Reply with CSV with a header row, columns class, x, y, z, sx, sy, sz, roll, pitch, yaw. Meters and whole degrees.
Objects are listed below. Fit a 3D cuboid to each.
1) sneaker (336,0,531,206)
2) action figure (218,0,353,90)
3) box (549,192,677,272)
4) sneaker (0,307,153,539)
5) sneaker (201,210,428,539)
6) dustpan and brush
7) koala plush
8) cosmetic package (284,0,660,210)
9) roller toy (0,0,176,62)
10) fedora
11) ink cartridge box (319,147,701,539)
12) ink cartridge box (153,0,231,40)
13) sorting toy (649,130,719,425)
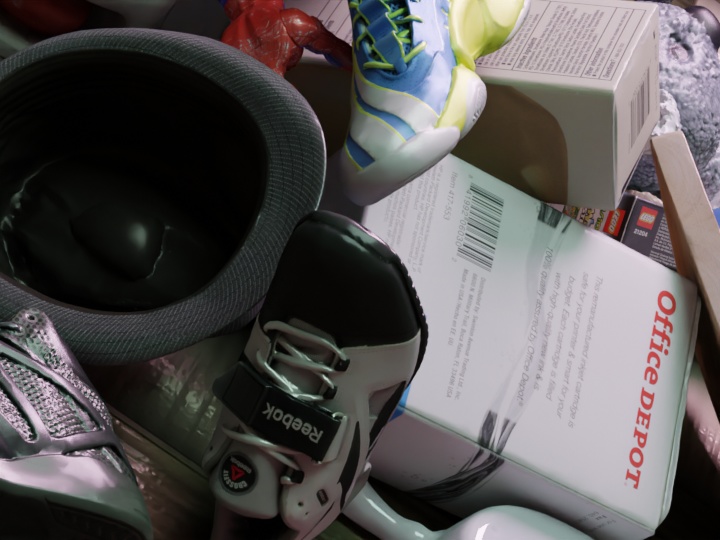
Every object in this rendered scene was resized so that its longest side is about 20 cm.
class,x,y,z,sx,sy,sz,roll,pitch,yaw
sneaker,0.011,-0.113,1.368,0.105,0.076,0.200,49,33,-14
action figure,-0.043,-0.132,1.438,0.099,0.065,0.201,44,23,-44
box,0.205,-0.012,1.732,0.199,0.035,0.110,18,3,-30
sneaker,-0.183,0.059,1.229,0.199,0.076,0.114,21,31,-31
sneaker,-0.027,0.064,1.270,0.074,0.201,0.089,27,47,16
dustpan and brush,0.052,0.144,1.391,0.200,0.057,0.140,45,34,1
koala plush,0.146,-0.125,1.744,0.200,0.184,0.177,54,6,22
cosmetic package,0.047,-0.095,1.496,0.199,0.071,0.105,8,34,18
roller toy,-0.192,-0.164,1.464,0.182,0.140,0.200,46,22,0
fedora,-0.106,-0.021,1.357,0.199,0.090,0.177,14,65,18
ink cartridge box,0.059,0.040,1.444,0.199,0.086,0.147,28,57,-23
ink cartridge box,-0.059,-0.163,1.622,0.199,0.125,0.129,16,35,-33
sorting toy,0.224,0.052,1.537,0.200,0.069,0.199,70,4,-51
